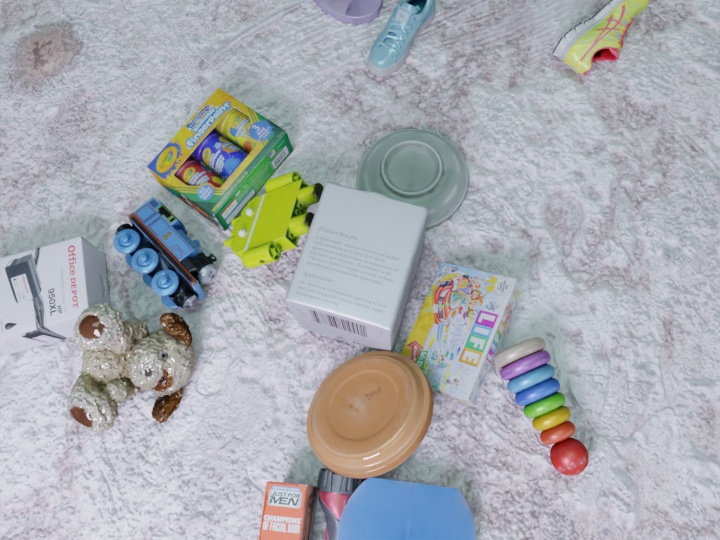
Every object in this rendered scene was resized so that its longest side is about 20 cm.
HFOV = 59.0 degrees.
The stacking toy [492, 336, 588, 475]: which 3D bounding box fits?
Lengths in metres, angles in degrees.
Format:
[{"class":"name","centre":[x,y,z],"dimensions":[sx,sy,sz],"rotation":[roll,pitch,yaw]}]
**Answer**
[{"class":"stacking toy","centre":[0.273,0.204,0.941],"dimensions":[0.085,0.085,0.201],"rotation":[-22,73,-3]}]

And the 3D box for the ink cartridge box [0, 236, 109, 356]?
[{"class":"ink cartridge box","centre":[-0.539,0.043,1.074],"dimensions":[0.199,0.084,0.145],"rotation":[-15,70,-1]}]

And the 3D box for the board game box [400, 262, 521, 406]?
[{"class":"board game box","centre":[0.150,0.093,0.988],"dimensions":[0.134,0.034,0.201],"rotation":[14,70,36]}]

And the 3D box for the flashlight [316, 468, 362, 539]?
[{"class":"flashlight","centre":[-0.043,0.391,0.914],"dimensions":[0.068,0.068,0.201],"rotation":[8,76,6]}]

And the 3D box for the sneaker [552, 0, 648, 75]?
[{"class":"sneaker","centre":[0.451,-0.425,1.159],"dimensions":[0.200,0.078,0.090],"rotation":[-37,79,-2]}]

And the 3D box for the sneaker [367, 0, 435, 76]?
[{"class":"sneaker","centre":[0.073,-0.460,1.198],"dimensions":[0.074,0.082,0.201],"rotation":[28,75,15]}]

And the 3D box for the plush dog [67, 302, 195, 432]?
[{"class":"plush dog","centre":[-0.350,0.145,1.010],"dimensions":[0.171,0.160,0.201],"rotation":[8,99,-6]}]

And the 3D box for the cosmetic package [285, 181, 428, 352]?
[{"class":"cosmetic package","centre":[0.000,0.000,0.992],"dimensions":[0.164,0.165,0.201],"rotation":[16,72,9]}]

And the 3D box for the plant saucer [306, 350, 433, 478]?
[{"class":"plant saucer","centre":[0.009,0.204,0.939],"dimensions":[0.199,0.032,0.201],"rotation":[-16,45,17]}]

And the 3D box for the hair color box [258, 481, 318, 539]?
[{"class":"hair color box","centre":[-0.106,0.402,0.887],"dimensions":[0.063,0.111,0.201],"rotation":[3,71,6]}]

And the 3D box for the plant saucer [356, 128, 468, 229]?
[{"class":"plant saucer","centre":[0.089,-0.168,1.108],"dimensions":[0.199,0.050,0.201],"rotation":[-2,70,6]}]

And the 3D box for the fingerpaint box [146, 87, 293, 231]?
[{"class":"fingerpaint box","centre":[-0.249,-0.201,1.140],"dimensions":[0.166,0.073,0.200],"rotation":[35,77,16]}]

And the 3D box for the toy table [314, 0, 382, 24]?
[{"class":"toy table","centre":[-0.040,-0.587,1.238],"dimensions":[0.200,0.117,0.184],"rotation":[39,78,16]}]

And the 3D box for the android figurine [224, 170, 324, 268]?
[{"class":"android figurine","centre":[-0.149,-0.083,1.060],"dimensions":[0.199,0.041,0.183],"rotation":[-12,51,35]}]

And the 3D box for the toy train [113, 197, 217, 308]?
[{"class":"toy train","centre":[-0.329,-0.026,1.081],"dimensions":[0.114,0.087,0.200],"rotation":[-42,71,-16]}]

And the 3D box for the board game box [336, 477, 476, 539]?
[{"class":"board game box","centre":[0.063,0.382,0.905],"dimensions":[0.199,0.039,0.159],"rotation":[9,79,-7]}]
